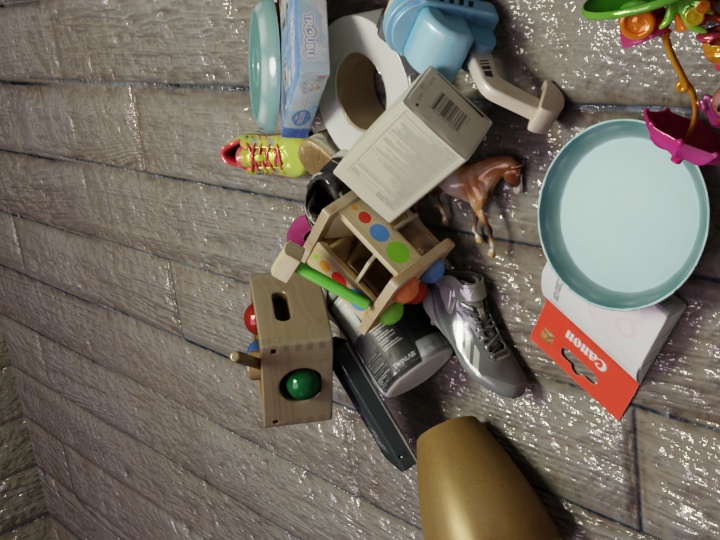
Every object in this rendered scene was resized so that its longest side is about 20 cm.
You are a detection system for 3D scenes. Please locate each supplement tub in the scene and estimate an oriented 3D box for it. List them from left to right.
[{"bbox_3d":[0.032,0.067,1.454,0.201,0.122,0.123,57,143,18],"label":"supplement tub"}]

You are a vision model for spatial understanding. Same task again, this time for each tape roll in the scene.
[{"bbox_3d":[0.025,-0.242,1.354,0.202,0.070,0.205,27,127,44],"label":"tape roll"}]

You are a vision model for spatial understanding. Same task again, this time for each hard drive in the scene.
[{"bbox_3d":[0.009,0.191,1.492,0.201,0.033,0.140,59,172,-4],"label":"hard drive"}]

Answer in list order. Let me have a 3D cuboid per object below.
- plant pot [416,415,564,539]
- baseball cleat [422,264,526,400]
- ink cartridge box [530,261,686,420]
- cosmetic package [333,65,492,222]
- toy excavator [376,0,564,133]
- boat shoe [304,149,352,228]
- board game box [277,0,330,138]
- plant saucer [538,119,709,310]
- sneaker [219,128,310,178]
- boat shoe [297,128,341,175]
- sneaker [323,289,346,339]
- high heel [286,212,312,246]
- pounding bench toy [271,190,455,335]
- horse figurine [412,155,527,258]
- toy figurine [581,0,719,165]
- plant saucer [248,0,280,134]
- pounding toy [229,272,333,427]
[{"bbox_3d":[0.153,0.308,1.387,0.187,0.184,0.202,-53,51,50],"label":"plant pot"},{"bbox_3d":[0.153,0.075,1.342,0.200,0.069,0.107,47,139,28],"label":"baseball cleat"},{"bbox_3d":[0.273,0.066,1.199,0.163,0.057,0.201,45,133,30],"label":"ink cartridge box"},{"bbox_3d":[0.058,-0.147,1.228,0.105,0.071,0.200,41,150,-9],"label":"cosmetic package"},{"bbox_3d":[0.125,-0.248,1.181,0.100,0.192,0.202,119,149,-47],"label":"toy excavator"},{"bbox_3d":[-0.047,-0.095,1.398,0.074,0.060,0.200,47,154,0],"label":"boat shoe"},{"bbox_3d":[-0.080,-0.310,1.369,0.199,0.043,0.203,125,143,-70],"label":"board game box"},{"bbox_3d":[0.281,-0.059,1.091,0.199,0.027,0.203,3,94,41],"label":"plant saucer"},{"bbox_3d":[-0.147,-0.178,1.598,0.199,0.090,0.079,8,112,49],"label":"sneaker"},{"bbox_3d":[0.004,-0.126,1.442,0.200,0.069,0.074,45,141,-2],"label":"boat shoe"},{"bbox_3d":[-0.009,0.062,1.562,0.087,0.074,0.201,-28,93,47],"label":"sneaker"},{"bbox_3d":[-0.043,-0.051,1.543,0.199,0.067,0.097,-32,70,41],"label":"high heel"},{"bbox_3d":[0.000,0.000,1.326,0.156,0.199,0.125,47,142,11],"label":"pounding bench toy"},{"bbox_3d":[0.123,-0.103,1.313,0.199,0.050,0.134,28,133,40],"label":"horse figurine"},{"bbox_3d":[0.330,-0.192,0.962,0.198,0.150,0.186,-10,114,30],"label":"toy figurine"},{"bbox_3d":[-0.144,-0.303,1.509,0.200,0.027,0.203,178,90,-78],"label":"plant saucer"},{"bbox_3d":[-0.115,0.114,1.430,0.201,0.140,0.186,-106,14,-50],"label":"pounding toy"}]
